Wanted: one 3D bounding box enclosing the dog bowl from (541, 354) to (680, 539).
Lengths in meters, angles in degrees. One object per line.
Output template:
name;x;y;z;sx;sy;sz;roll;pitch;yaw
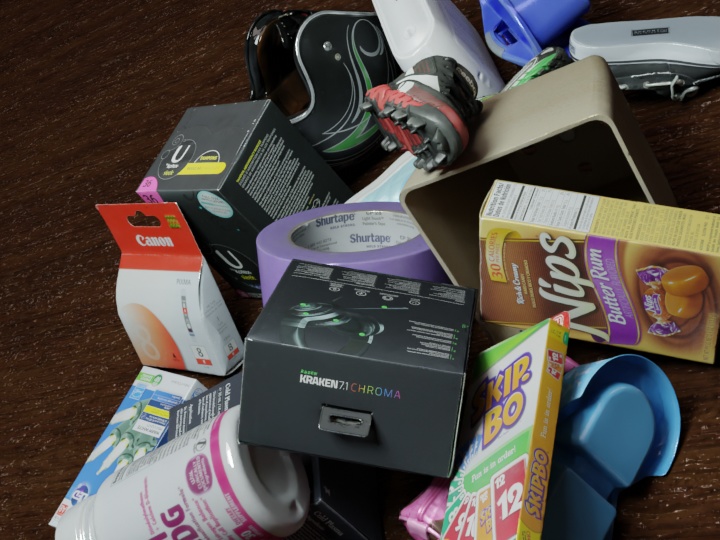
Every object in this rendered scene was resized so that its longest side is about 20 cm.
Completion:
dog bowl;0.171;0.157;0.925;0.049;0.111;0.201;1;54;59

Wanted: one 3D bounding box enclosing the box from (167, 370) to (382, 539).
box;-0.085;0.195;1.128;0.181;0.104;0.201;-29;39;21

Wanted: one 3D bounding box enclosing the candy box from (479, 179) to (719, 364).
candy box;0.197;0.001;0.973;0.198;0.118;0.057;11;44;19

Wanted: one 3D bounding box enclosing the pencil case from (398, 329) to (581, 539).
pencil case;0.114;0.153;0.988;0.090;0.094;0.201;30;78;34

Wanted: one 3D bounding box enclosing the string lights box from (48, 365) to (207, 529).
string lights box;-0.240;0.210;1.297;0.102;0.059;0.201;6;59;45

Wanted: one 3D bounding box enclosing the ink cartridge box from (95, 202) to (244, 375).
ink cartridge box;-0.226;0.022;1.352;0.161;0.202;0.050;2;36;44

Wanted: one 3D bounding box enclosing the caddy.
caddy;0.184;-0.270;1.296;0.104;0.142;0.201;-34;36;7

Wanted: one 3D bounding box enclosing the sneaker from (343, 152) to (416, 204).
sneaker;0.033;-0.054;1.284;0.200;0.074;0.082;-50;32;-8

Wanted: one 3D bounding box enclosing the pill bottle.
pill bottle;-0.151;0.203;1.002;0.199;0.113;0.114;-30;39;20

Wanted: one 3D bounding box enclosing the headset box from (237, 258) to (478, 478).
headset box;0.003;0.076;0.980;0.172;0.094;0.200;9;20;5

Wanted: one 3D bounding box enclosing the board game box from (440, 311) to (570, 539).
board game box;0.110;0.125;0.901;0.095;0.030;0.202;-33;32;50

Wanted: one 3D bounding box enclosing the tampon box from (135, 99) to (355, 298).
tampon box;-0.118;-0.075;1.341;0.149;0.200;0.127;2;55;44

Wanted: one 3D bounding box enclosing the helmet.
helmet;-0.048;-0.209;1.413;0.199;0.198;0.193;15;108;49

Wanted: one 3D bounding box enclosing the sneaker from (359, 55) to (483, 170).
sneaker;0.064;-0.142;1.035;0.097;0.071;0.200;-33;17;-2

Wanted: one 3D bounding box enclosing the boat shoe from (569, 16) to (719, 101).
boat shoe;0.305;-0.202;1.175;0.197;0.069;0.074;-1;38;12

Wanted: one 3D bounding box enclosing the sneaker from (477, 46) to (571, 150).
sneaker;0.130;-0.157;1.213;0.200;0.078;0.086;-42;53;20

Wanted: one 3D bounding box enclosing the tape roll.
tape roll;0.000;0.000;1.167;0.197;0.086;0.200;-5;19;2

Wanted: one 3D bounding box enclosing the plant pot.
plant pot;0.179;-0.077;1.083;0.198;0.201;0.178;-19;32;29

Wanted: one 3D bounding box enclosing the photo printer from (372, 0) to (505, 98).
photo printer;0.093;-0.241;1.333;0.069;0.166;0.201;-38;37;18
